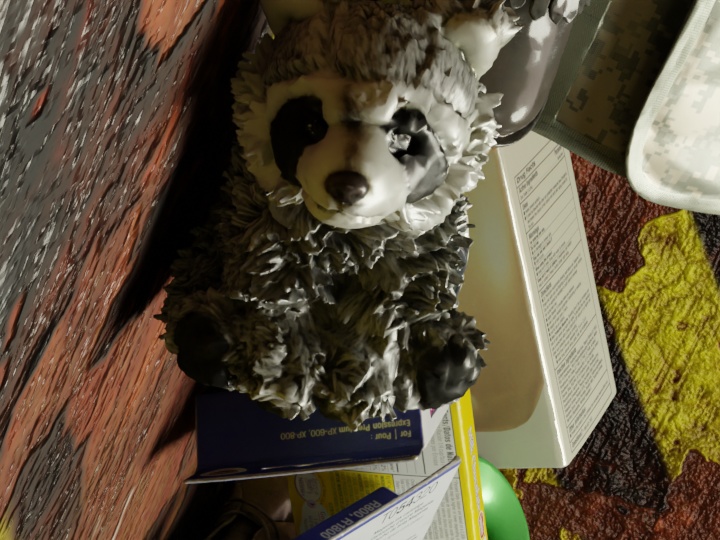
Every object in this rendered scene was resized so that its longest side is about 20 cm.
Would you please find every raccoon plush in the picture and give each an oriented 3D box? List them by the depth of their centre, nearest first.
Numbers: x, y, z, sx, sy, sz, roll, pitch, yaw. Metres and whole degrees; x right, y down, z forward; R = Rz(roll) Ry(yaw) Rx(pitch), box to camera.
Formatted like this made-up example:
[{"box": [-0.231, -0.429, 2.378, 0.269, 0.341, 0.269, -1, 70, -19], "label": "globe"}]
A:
[{"box": [-0.015, -0.045, 0.647, 0.200, 0.096, 0.135, -126, -138, -62], "label": "raccoon plush"}]

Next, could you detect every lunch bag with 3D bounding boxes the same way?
[{"box": [0.123, -0.126, 0.834, 0.165, 0.199, 0.118, -66, 176, 26], "label": "lunch bag"}]

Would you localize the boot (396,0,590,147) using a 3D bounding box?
[{"box": [0.089, -0.129, 0.673, 0.174, 0.069, 0.202, 23, -73, 58], "label": "boot"}]

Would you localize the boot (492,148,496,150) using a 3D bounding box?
[{"box": [0.074, -0.149, 0.973, 0.107, 0.074, 0.201, -67, 178, -58], "label": "boot"}]

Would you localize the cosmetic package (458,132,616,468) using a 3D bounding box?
[{"box": [0.083, 0.002, 1.190, 0.105, 0.070, 0.202, -41, 123, -57], "label": "cosmetic package"}]

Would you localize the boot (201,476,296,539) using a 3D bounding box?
[{"box": [-0.052, 0.144, 1.124, 0.201, 0.073, 0.076, -61, 164, -22], "label": "boot"}]

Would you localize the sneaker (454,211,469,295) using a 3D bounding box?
[{"box": [0.006, -0.006, 1.077, 0.200, 0.077, 0.080, 116, -18, -61], "label": "sneaker"}]

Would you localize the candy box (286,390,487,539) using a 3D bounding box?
[{"box": [0.015, 0.128, 1.082, 0.026, 0.101, 0.202, -64, 151, -54], "label": "candy box"}]

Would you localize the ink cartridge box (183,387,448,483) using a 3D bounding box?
[{"box": [-0.015, 0.060, 0.893, 0.200, 0.094, 0.038, -38, 121, -83], "label": "ink cartridge box"}]

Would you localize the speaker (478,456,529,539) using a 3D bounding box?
[{"box": [-0.002, 0.177, 1.203, 0.199, 0.089, 0.089, -28, -164, 30], "label": "speaker"}]

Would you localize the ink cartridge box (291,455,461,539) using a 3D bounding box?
[{"box": [-0.054, 0.182, 1.008, 0.196, 0.043, 0.201, -25, 147, -45], "label": "ink cartridge box"}]
